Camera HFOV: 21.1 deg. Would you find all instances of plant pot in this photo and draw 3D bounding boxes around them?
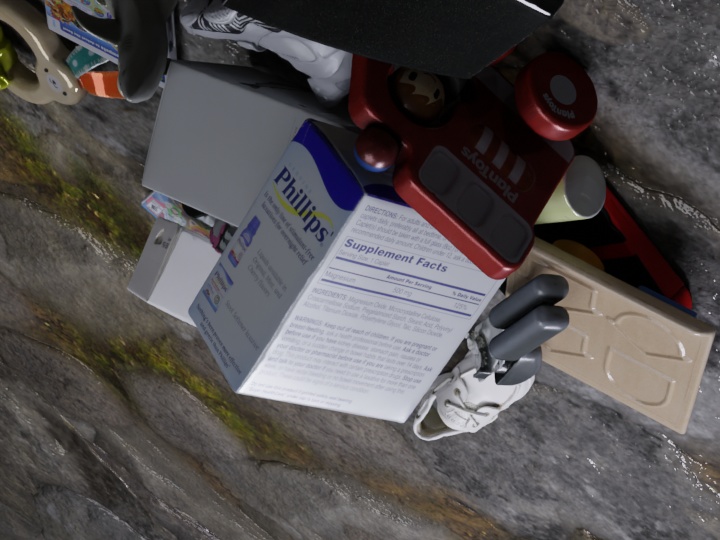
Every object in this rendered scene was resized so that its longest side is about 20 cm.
[{"bbox_3d":[0.051,-0.242,1.283,0.177,0.201,0.199,31,155,-14],"label":"plant pot"}]

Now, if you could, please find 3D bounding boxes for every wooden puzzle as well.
[{"bbox_3d":[0.210,0.045,1.637,0.185,0.046,0.200,28,156,17],"label":"wooden puzzle"}]

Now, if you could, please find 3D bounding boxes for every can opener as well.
[{"bbox_3d":[0.137,0.050,1.641,0.066,0.053,0.200,3,162,-12],"label":"can opener"}]

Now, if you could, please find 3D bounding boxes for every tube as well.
[{"bbox_3d":[0.113,-0.059,1.598,0.058,0.052,0.199,17,165,-37],"label":"tube"}]

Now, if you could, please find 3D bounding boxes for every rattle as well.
[{"bbox_3d":[-0.334,-0.185,1.872,0.200,0.143,0.131,31,130,27],"label":"rattle"}]

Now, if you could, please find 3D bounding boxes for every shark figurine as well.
[{"bbox_3d":[-0.199,-0.247,1.663,0.089,0.128,0.215,-35,78,27],"label":"shark figurine"}]

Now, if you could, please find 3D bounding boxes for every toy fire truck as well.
[{"bbox_3d":[0.073,-0.111,1.461,0.200,0.168,0.112,42,142,-12],"label":"toy fire truck"}]

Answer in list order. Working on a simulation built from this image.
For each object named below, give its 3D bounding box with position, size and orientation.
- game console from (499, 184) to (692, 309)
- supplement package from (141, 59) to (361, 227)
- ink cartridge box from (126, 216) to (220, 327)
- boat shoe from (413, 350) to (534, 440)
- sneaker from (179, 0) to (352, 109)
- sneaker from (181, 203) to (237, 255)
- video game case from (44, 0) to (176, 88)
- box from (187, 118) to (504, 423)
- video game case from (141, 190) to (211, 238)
[{"bbox_3d":[0.177,-0.014,1.674,0.200,0.031,0.177,-10,122,54],"label":"game console"},{"bbox_3d":[-0.070,-0.097,1.661,0.199,0.118,0.117,23,-165,32],"label":"supplement package"},{"bbox_3d":[-0.121,0.030,1.925,0.199,0.083,0.147,26,178,-15],"label":"ink cartridge box"},{"bbox_3d":[0.109,0.131,1.930,0.071,0.069,0.200,39,152,-3],"label":"boat shoe"},{"bbox_3d":[-0.060,-0.192,1.603,0.199,0.075,0.115,0,133,45],"label":"sneaker"},{"bbox_3d":[-0.094,-0.043,1.825,0.086,0.080,0.200,35,-174,-27],"label":"sneaker"},{"bbox_3d":[-0.230,-0.260,1.745,0.143,0.018,0.200,28,148,15],"label":"video game case"},{"bbox_3d":[-0.003,0.005,1.534,0.183,0.200,0.105,14,-151,-41],"label":"box"},{"bbox_3d":[-0.136,-0.054,1.977,0.143,0.018,0.200,42,152,-10],"label":"video game case"}]
